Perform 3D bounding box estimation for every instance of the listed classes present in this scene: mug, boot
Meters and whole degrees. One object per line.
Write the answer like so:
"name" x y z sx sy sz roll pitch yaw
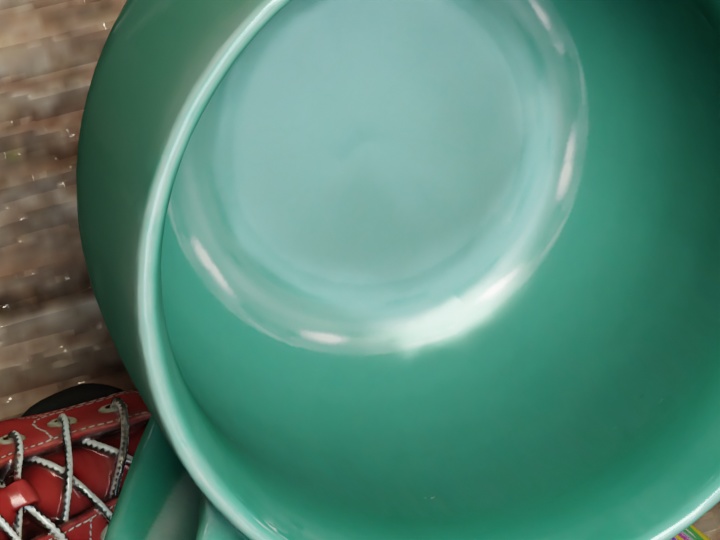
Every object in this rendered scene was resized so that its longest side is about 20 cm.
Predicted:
"mug" 0.001 -0.011 0.643 0.184 0.114 0.153 -25 112 -7
"boot" -0.098 0.059 0.708 0.144 0.200 0.073 -23 85 -10

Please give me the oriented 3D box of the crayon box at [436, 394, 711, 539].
"crayon box" 0.061 0.087 0.800 0.200 0.119 0.058 37 94 -24

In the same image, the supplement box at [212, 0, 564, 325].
"supplement box" 0.023 -0.090 0.742 0.103 0.101 0.201 16 101 -20
